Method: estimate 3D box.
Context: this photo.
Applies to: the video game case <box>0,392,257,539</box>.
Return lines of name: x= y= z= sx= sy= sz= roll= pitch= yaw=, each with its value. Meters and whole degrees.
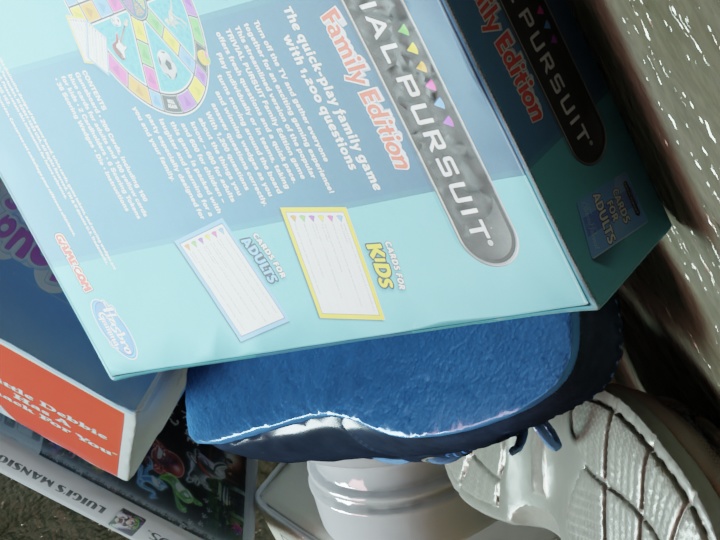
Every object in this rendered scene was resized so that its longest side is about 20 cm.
video game case: x=-0.120 y=0.021 z=1.141 sx=0.181 sy=0.023 sz=0.200 roll=30 pitch=-149 yaw=-20

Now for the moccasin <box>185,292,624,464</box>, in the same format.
moccasin: x=0.021 y=0.024 z=0.891 sx=0.200 sy=0.068 sz=0.081 roll=-5 pitch=75 yaw=53

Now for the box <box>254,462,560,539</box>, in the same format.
box: x=0.056 y=0.134 z=1.173 sx=0.128 sy=0.109 sz=0.200 roll=30 pitch=159 yaw=30

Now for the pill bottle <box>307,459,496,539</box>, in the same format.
pill bottle: x=0.000 y=0.000 z=1.010 sx=0.109 sy=0.108 sz=0.201 roll=-125 pitch=16 yaw=-63

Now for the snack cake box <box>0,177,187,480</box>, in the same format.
snack cake box: x=-0.152 y=-0.009 z=0.991 sx=0.199 sy=0.067 sz=0.115 roll=29 pitch=161 yaw=2

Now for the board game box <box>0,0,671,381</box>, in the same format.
board game box: x=-0.028 y=-0.052 z=0.785 sx=0.199 sy=0.047 sz=0.152 roll=-9 pitch=115 yaw=43

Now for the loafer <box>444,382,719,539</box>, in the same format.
loafer: x=0.092 y=0.066 z=0.899 sx=0.200 sy=0.063 sz=0.072 roll=-152 pitch=61 yaw=-64
